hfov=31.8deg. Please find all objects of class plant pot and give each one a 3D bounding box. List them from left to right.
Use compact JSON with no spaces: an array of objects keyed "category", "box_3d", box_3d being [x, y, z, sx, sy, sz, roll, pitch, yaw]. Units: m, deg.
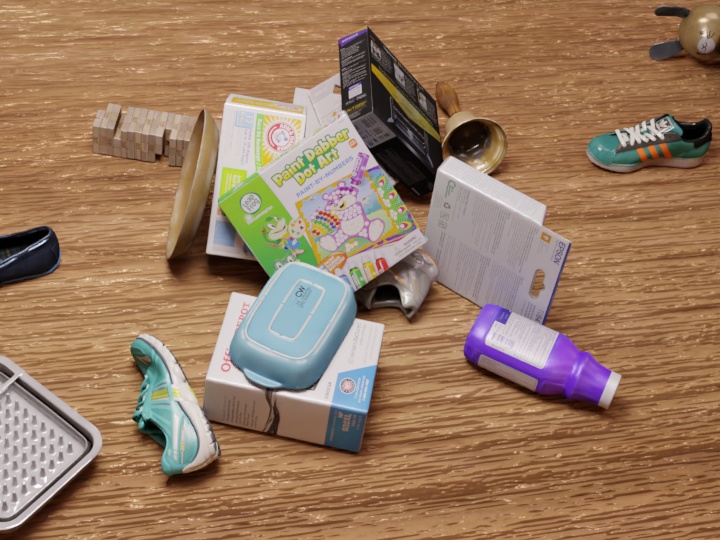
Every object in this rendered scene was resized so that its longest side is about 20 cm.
[{"category":"plant pot","box_3d":[-0.219,-0.111,1.659,0.027,0.201,0.201,13,46,-15]}]

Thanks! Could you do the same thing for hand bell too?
[{"category":"hand bell","box_3d":[0.146,-0.236,1.923,0.103,0.105,0.201,-3,37,-13]}]

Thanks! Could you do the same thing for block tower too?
[{"category":"block tower","box_3d":[-0.280,-0.190,1.812,0.198,0.058,0.054,10,48,-3]}]

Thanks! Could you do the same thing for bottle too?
[{"category":"bottle","box_3d":[0.235,0.115,1.621,0.198,0.066,0.084,24,49,11]}]

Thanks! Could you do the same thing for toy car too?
[{"category":"toy car","box_3d":[0.578,-0.380,2.074,0.198,0.165,0.159,9,46,12]}]

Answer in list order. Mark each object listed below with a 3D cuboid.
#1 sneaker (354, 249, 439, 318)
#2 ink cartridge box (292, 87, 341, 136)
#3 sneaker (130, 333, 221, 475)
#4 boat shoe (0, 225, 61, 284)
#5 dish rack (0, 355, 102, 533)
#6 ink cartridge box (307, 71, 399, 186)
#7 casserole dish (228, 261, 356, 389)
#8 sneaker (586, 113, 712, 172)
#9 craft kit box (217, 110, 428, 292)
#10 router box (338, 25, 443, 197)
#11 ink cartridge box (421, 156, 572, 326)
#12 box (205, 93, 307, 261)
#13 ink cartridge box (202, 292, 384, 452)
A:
[{"category":"sneaker","box_3d":[0.000,0.000,1.682,0.198,0.076,0.093,17,59,12]},{"category":"ink cartridge box","box_3d":[-0.058,-0.173,1.833,0.103,0.060,0.201,9,47,-4]},{"category":"sneaker","box_3d":[-0.237,0.156,1.500,0.079,0.078,0.201,-25,52,-12]},{"category":"boat shoe","box_3d":[-0.486,-0.020,1.613,0.198,0.069,0.084,-22,55,-26]},{"category":"dish rack","box_3d":[-0.414,0.202,1.443,0.199,0.044,0.172,33,50,19]},{"category":"ink cartridge box","box_3d":[-0.019,-0.175,1.724,0.044,0.178,0.200,-21,10,24]},{"category":"casserole dish","box_3d":[-0.078,0.058,1.522,0.120,0.039,0.201,22,45,10]},{"category":"sneaker","box_3d":[0.445,-0.204,1.934,0.198,0.080,0.072,-4,49,-13]},{"category":"craft kit box","box_3d":[-0.047,-0.065,1.609,0.199,0.198,0.049,-35,11,4]},{"category":"router box","box_3d":[0.045,-0.221,1.772,0.052,0.200,0.159,-22,52,25]},{"category":"ink cartridge box","box_3d":[0.177,-0.028,1.650,0.199,0.197,0.043,30,51,17]},{"category":"box","box_3d":[-0.135,-0.122,1.664,0.111,0.202,0.101,7,14,-3]},{"category":"ink cartridge box","box_3d":[-0.081,0.122,1.546,0.198,0.084,0.146,12,47,1]}]
